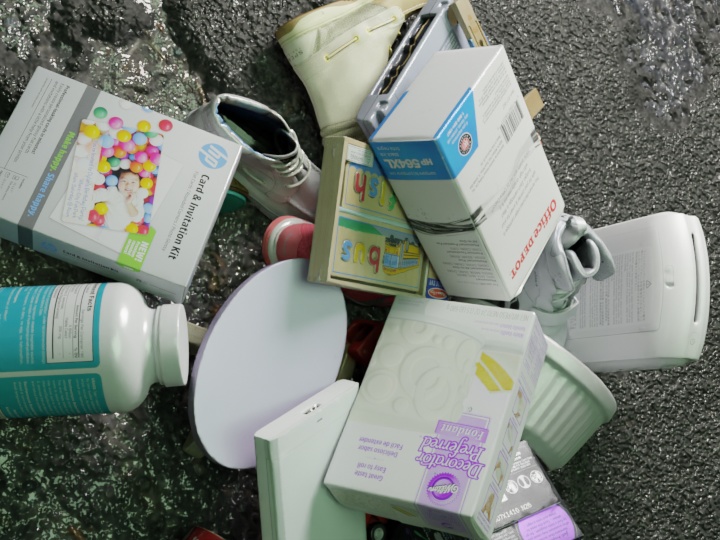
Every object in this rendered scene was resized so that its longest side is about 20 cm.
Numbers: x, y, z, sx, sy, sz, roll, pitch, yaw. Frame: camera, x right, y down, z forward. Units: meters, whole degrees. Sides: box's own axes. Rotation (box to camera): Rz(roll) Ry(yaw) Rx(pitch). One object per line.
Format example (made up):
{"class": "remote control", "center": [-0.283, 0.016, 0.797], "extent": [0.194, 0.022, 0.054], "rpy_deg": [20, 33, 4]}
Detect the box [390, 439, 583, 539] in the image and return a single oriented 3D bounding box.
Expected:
{"class": "box", "center": [0.108, 0.272, 1.004], "extent": [0.121, 0.201, 0.107], "rpy_deg": [-14, 57, -27]}

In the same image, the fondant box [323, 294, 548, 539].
{"class": "fondant box", "center": [0.071, 0.126, 0.932], "extent": [0.058, 0.143, 0.201], "rpy_deg": [58, 46, -49]}

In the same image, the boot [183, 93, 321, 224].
{"class": "boot", "center": [-0.080, -0.101, 1.029], "extent": [0.199, 0.095, 0.074], "rpy_deg": [30, 71, -21]}

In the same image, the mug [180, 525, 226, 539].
{"class": "mug", "center": [-0.154, 0.337, 0.897], "extent": [0.133, 0.177, 0.201], "rpy_deg": [42, 63, -11]}

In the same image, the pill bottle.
{"class": "pill bottle", "center": [-0.249, 0.068, 0.881], "extent": [0.197, 0.111, 0.112], "rpy_deg": [-2, 83, -3]}

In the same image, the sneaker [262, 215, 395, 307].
{"class": "sneaker", "center": [0.000, 0.000, 1.047], "extent": [0.199, 0.086, 0.075], "rpy_deg": [14, 90, -34]}

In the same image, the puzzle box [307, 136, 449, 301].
{"class": "puzzle box", "center": [0.029, -0.042, 1.000], "extent": [0.199, 0.025, 0.135], "rpy_deg": [10, 86, -51]}

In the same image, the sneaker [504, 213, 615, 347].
{"class": "sneaker", "center": [0.215, 0.024, 1.130], "extent": [0.074, 0.115, 0.202], "rpy_deg": [-17, 108, -26]}

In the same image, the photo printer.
{"class": "photo printer", "center": [0.302, 0.026, 1.143], "extent": [0.069, 0.200, 0.168], "rpy_deg": [7, 79, -25]}

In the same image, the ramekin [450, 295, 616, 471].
{"class": "ramekin", "center": [0.154, 0.122, 1.066], "extent": [0.202, 0.202, 0.095], "rpy_deg": [39, 80, -17]}

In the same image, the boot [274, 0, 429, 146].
{"class": "boot", "center": [0.021, -0.217, 1.110], "extent": [0.199, 0.072, 0.156], "rpy_deg": [-25, 96, -26]}

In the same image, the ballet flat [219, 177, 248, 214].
{"class": "ballet flat", "center": [-0.206, -0.086, 0.992], "extent": [0.198, 0.068, 0.073], "rpy_deg": [-9, 68, -23]}

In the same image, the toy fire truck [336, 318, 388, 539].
{"class": "toy fire truck", "center": [0.000, 0.167, 1.042], "extent": [0.141, 0.049, 0.201], "rpy_deg": [43, 67, -30]}

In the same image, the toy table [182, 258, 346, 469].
{"class": "toy table", "center": [-0.101, 0.089, 0.982], "extent": [0.184, 0.117, 0.201], "rpy_deg": [44, 68, -15]}

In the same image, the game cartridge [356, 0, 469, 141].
{"class": "game cartridge", "center": [0.073, -0.177, 1.090], "extent": [0.134, 0.040, 0.201], "rpy_deg": [54, 53, -35]}

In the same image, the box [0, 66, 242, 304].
{"class": "box", "center": [-0.223, -0.077, 0.921], "extent": [0.198, 0.041, 0.157], "rpy_deg": [22, 61, -7]}

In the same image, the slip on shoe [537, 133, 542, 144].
{"class": "slip on shoe", "center": [0.143, -0.083, 1.154], "extent": [0.200, 0.074, 0.061], "rpy_deg": [-41, 104, -30]}

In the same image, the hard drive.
{"class": "hard drive", "center": [-0.041, 0.216, 0.934], "extent": [0.131, 0.026, 0.202], "rpy_deg": [-26, 118, -51]}

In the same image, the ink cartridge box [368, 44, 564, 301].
{"class": "ink cartridge box", "center": [0.110, -0.091, 1.008], "extent": [0.146, 0.084, 0.201], "rpy_deg": [-54, 131, -33]}

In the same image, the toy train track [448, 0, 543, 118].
{"class": "toy train track", "center": [0.139, -0.195, 1.112], "extent": [0.115, 0.032, 0.201], "rpy_deg": [-45, 114, -40]}
